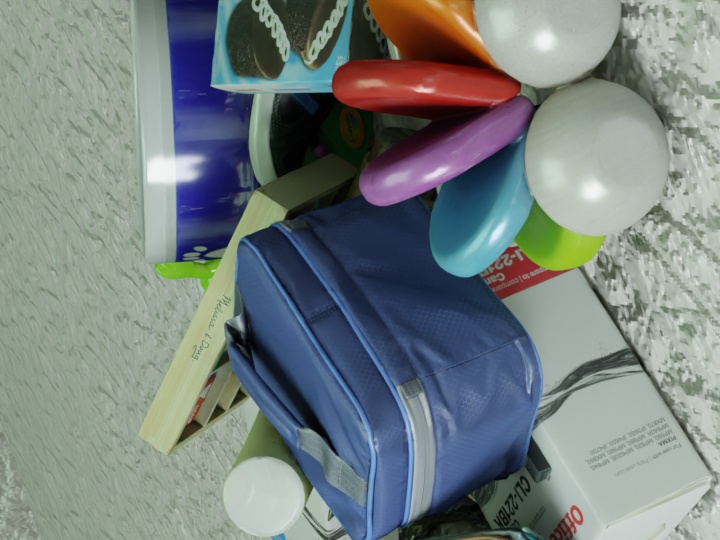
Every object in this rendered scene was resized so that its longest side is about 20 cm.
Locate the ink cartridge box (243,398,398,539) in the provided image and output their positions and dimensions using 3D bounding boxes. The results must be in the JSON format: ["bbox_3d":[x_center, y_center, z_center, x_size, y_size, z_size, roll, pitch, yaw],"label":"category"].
[{"bbox_3d":[-0.030,0.165,1.519,0.146,0.084,0.201,41,146,49],"label":"ink cartridge box"}]

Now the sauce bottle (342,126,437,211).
[{"bbox_3d":[0.000,0.000,1.215,0.065,0.065,0.201,49,123,39],"label":"sauce bottle"}]

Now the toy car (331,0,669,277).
[{"bbox_3d":[0.062,-0.086,0.982,0.175,0.149,0.201,-3,107,67],"label":"toy car"}]

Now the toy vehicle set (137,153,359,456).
[{"bbox_3d":[-0.073,0.021,1.198,0.026,0.124,0.201,33,115,12],"label":"toy vehicle set"}]

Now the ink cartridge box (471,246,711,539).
[{"bbox_3d":[0.114,0.090,1.114,0.200,0.083,0.144,59,156,21],"label":"ink cartridge box"}]

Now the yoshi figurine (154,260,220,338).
[{"bbox_3d":[-0.134,-0.020,1.564,0.113,0.112,0.201,-124,27,-44],"label":"yoshi figurine"}]

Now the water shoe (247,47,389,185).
[{"bbox_3d":[-0.021,-0.137,1.154,0.072,0.079,0.201,-60,-17,-65],"label":"water shoe"}]

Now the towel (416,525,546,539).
[{"bbox_3d":[0.045,0.194,1.074,0.199,0.147,0.022,-13,59,32],"label":"towel"}]

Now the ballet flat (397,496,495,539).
[{"bbox_3d":[0.105,0.217,1.162,0.200,0.072,0.072,36,156,-3],"label":"ballet flat"}]

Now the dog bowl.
[{"bbox_3d":[-0.121,-0.107,1.277,0.200,0.078,0.201,177,90,-82],"label":"dog bowl"}]

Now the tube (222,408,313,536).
[{"bbox_3d":[-0.050,0.120,1.168,0.200,0.052,0.058,-59,-19,-81],"label":"tube"}]

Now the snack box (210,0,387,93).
[{"bbox_3d":[-0.030,-0.209,1.076,0.116,0.037,0.201,3,87,42],"label":"snack box"}]

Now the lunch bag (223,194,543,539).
[{"bbox_3d":[-0.001,0.050,1.058,0.200,0.132,0.136,52,152,35],"label":"lunch bag"}]

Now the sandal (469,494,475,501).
[{"bbox_3d":[0.069,0.180,1.342,0.212,0.069,0.078,61,-172,-55],"label":"sandal"}]

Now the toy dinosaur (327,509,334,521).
[{"bbox_3d":[0.025,0.091,1.267,0.102,0.201,0.077,21,167,36],"label":"toy dinosaur"}]

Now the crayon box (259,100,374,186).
[{"bbox_3d":[-0.051,-0.062,1.346,0.200,0.058,0.119,174,94,-68],"label":"crayon box"}]
